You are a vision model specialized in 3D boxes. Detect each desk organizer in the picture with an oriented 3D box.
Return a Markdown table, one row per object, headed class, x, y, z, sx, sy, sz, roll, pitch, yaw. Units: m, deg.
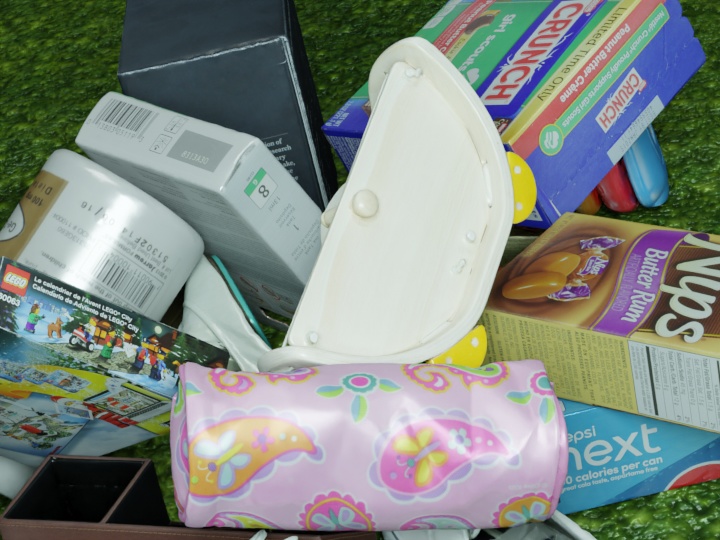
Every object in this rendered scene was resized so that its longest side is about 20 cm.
| class | x | y | z | sx | sy | sz | roll | pitch | yaw |
| --- | --- | --- | --- | --- | --- | --- | --- | --- | --- |
| desk organizer | -0.092 | 0.153 | 1.121 | 0.200 | 0.077 | 0.072 | 0 | 30 | 22 |

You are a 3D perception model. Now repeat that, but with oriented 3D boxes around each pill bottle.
| class | x | y | z | sx | sy | sz | roll | pitch | yaw |
| --- | --- | --- | --- | --- | --- | --- | --- | --- | --- |
| pill bottle | -0.195 | 0.036 | 1.271 | 0.114 | 0.114 | 0.200 | 24 | 79 | 49 |

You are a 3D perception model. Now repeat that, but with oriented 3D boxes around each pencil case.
| class | x | y | z | sx | sy | sz | roll | pitch | yaw |
| --- | --- | --- | --- | --- | --- | --- | --- | --- | --- |
| pencil case | 0.005 | 0.086 | 1.021 | 0.200 | 0.088 | 0.087 | -1 | 26 | -7 |

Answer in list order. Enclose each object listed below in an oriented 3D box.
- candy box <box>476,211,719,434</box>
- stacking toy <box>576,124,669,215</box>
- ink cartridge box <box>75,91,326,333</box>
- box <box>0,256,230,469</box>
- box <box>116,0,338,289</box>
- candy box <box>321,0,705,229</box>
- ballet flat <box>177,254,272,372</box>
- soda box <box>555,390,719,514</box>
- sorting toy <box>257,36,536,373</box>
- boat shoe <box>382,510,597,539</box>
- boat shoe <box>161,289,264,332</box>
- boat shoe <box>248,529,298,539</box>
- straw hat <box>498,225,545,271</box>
| class | x | y | z | sx | sy | sz | roll | pitch | yaw |
| --- | --- | --- | --- | --- | --- | --- | --- | --- | --- |
| candy box | 0.170 | 0.027 | 1.126 | 0.200 | 0.057 | 0.117 | 12 | 36 | 36 |
| stacking toy | 0.111 | -0.073 | 1.461 | 0.200 | 0.110 | 0.116 | -18 | 11 | 12 |
| ink cartridge box | -0.074 | -0.025 | 1.320 | 0.161 | 0.200 | 0.050 | 20 | 70 | 46 |
| box | -0.180 | 0.056 | 1.108 | 0.200 | 0.136 | 0.038 | -22 | 49 | 52 |
| box | -0.090 | -0.102 | 1.478 | 0.124 | 0.197 | 0.200 | -11 | 27 | 2 |
| candy box | 0.098 | -0.115 | 1.347 | 0.169 | 0.077 | 0.200 | -47 | 31 | -23 |
| ballet flat | -0.074 | 0.064 | 1.263 | 0.069 | 0.070 | 0.200 | -23 | 49 | -20 |
| soda box | 0.187 | 0.077 | 1.160 | 0.200 | 0.068 | 0.064 | -13 | 28 | -1 |
| sorting toy | 0.000 | 0.000 | 1.157 | 0.180 | 0.107 | 0.200 | -29 | 37 | 60 |
| boat shoe | 0.076 | 0.140 | 1.089 | 0.074 | 0.065 | 0.200 | -29 | 32 | -28 |
| boat shoe | -0.158 | 0.053 | 1.375 | 0.200 | 0.063 | 0.073 | 4 | 26 | 15 |
| boat shoe | -0.046 | 0.166 | 1.002 | 0.202 | 0.086 | 0.075 | 12 | 14 | 7 |
| straw hat | 0.062 | 0.011 | 1.319 | 0.201 | 0.085 | 0.201 | 3 | 6 | 0 |
